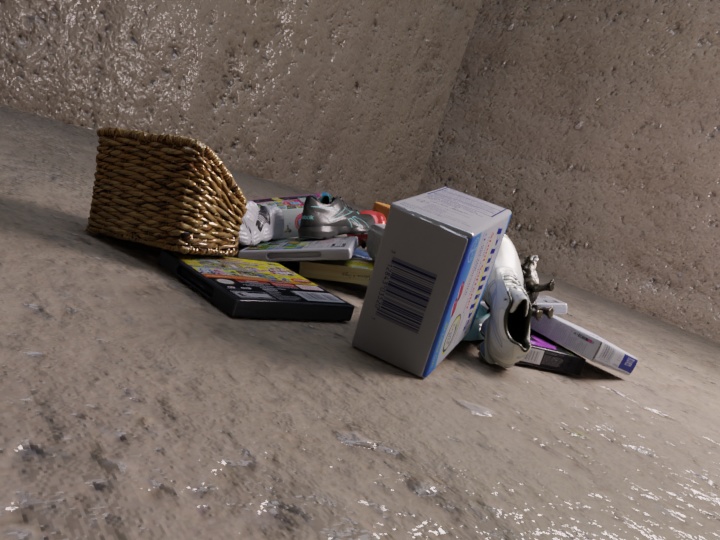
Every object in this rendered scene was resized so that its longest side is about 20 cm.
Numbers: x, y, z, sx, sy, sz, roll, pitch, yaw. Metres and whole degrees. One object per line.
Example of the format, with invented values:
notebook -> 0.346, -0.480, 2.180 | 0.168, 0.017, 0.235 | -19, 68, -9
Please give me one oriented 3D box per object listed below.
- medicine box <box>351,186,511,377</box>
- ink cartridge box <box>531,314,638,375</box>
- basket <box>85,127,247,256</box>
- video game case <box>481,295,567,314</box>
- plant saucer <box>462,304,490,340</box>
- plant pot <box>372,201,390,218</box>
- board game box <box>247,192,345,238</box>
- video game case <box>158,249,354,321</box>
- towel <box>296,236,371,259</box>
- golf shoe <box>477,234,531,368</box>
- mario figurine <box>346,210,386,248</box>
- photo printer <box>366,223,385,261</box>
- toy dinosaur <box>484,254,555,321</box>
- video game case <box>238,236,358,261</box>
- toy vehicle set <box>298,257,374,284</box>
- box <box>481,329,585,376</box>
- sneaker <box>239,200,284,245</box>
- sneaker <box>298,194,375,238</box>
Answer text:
medicine box -> 0.095, 0.005, 0.745 | 0.103, 0.183, 0.200 | 23, 22, 21
ink cartridge box -> 0.361, 0.110, 1.044 | 0.200, 0.043, 0.196 | 33, 8, 41
basket -> -0.258, -0.108, 0.830 | 0.199, 0.150, 0.143 | 11, 5, 27
video game case -> 0.299, 0.066, 1.184 | 0.181, 0.023, 0.200 | 1, 2, 8
plant saucer -> 0.120, 0.063, 0.939 | 0.199, 0.028, 0.200 | 7, 13, -2
plant pot -> 0.108, -0.074, 1.470 | 0.199, 0.141, 0.200 | 19, 9, -3
board game box -> -0.146, -0.114, 1.241 | 0.199, 0.065, 0.148 | -7, 18, -18
video game case -> -0.136, 0.021, 0.792 | 0.180, 0.026, 0.200 | 27, 13, 40
towel -> -0.047, -0.034, 1.219 | 0.111, 0.049, 0.200 | 13, 10, -32
golf shoe -> 0.213, 0.033, 0.839 | 0.078, 0.201, 0.097 | 2, -16, -15
mario figurine -> 0.031, -0.054, 1.300 | 0.123, 0.106, 0.200 | 17, -17, 45
photo printer -> 0.124, -0.038, 1.051 | 0.199, 0.070, 0.166 | 4, 10, -12
toy dinosaur -> 0.249, 0.046, 0.963 | 0.102, 0.077, 0.200 | 12, 33, 44
video game case -> -0.100, -0.039, 1.041 | 0.182, 0.022, 0.200 | -1, 9, 3
toy vehicle set -> 0.000, 0.000, 1.044 | 0.199, 0.027, 0.124 | 7, 9, 5
box -> 0.256, 0.112, 0.998 | 0.143, 0.036, 0.200 | 15, 8, -26
sneaker -> -0.222, -0.083, 1.043 | 0.114, 0.075, 0.200 | 3, 5, 17
sneaker -> -0.036, -0.104, 1.123 | 0.075, 0.080, 0.200 | 3, 8, 36
